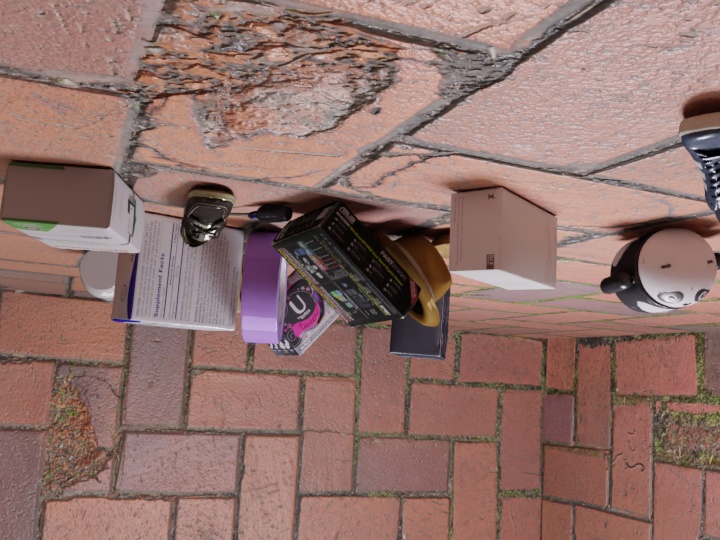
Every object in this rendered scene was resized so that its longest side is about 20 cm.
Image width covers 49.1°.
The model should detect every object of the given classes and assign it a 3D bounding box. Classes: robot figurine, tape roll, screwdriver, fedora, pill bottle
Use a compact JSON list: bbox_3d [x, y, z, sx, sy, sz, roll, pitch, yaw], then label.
[{"bbox_3d":[0.469,0.005,1.231,0.125,0.151,0.200,39,172,1],"label":"robot figurine"},{"bbox_3d":[-0.172,0.031,1.428,0.065,0.202,0.200,3,172,-1],"label":"tape roll"},{"bbox_3d":[-0.185,-0.086,1.246,0.199,0.028,0.029,-1,143,39],"label":"screwdriver"},{"bbox_3d":[0.095,0.000,1.350,0.081,0.202,0.201,-32,179,-13],"label":"fedora"},{"bbox_3d":[-0.554,0.008,1.743,0.115,0.118,0.200,5,172,-8],"label":"pill bottle"}]

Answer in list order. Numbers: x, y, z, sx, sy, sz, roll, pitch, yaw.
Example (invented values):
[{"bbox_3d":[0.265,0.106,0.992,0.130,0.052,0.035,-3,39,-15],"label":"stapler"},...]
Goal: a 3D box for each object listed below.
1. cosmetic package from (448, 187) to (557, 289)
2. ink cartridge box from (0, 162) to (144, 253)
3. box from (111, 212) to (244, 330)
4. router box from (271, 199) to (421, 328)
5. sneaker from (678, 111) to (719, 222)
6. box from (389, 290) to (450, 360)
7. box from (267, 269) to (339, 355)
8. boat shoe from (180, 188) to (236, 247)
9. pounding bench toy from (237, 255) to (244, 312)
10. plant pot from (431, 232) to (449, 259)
[{"bbox_3d":[0.204,-0.038,1.105,0.081,0.114,0.199,-3,169,36],"label":"cosmetic package"},{"bbox_3d":[-0.402,-0.084,1.127,0.144,0.085,0.200,4,172,-4],"label":"ink cartridge box"},{"bbox_3d":[-0.323,0.008,1.398,0.199,0.186,0.104,10,172,-36],"label":"box"},{"bbox_3d":[-0.022,-0.005,1.215,0.200,0.062,0.149,47,148,-19],"label":"router box"},{"bbox_3d":[0.357,-0.091,0.752,0.074,0.086,0.199,-3,170,38],"label":"sneaker"},{"bbox_3d":[0.140,0.099,1.797,0.116,0.199,0.200,3,172,10],"label":"box"},{"bbox_3d":[-0.115,0.067,1.619,0.115,0.200,0.132,51,155,-13],"label":"box"},{"bbox_3d":[-0.231,-0.075,1.185,0.072,0.066,0.200,8,170,-15],"label":"boat shoe"},{"bbox_3d":[-0.334,0.026,1.745,0.199,0.126,0.155,10,170,-38],"label":"pounding bench toy"},{"bbox_3d":[0.214,-0.042,1.377,0.198,0.028,0.200,3,173,0],"label":"plant pot"}]
